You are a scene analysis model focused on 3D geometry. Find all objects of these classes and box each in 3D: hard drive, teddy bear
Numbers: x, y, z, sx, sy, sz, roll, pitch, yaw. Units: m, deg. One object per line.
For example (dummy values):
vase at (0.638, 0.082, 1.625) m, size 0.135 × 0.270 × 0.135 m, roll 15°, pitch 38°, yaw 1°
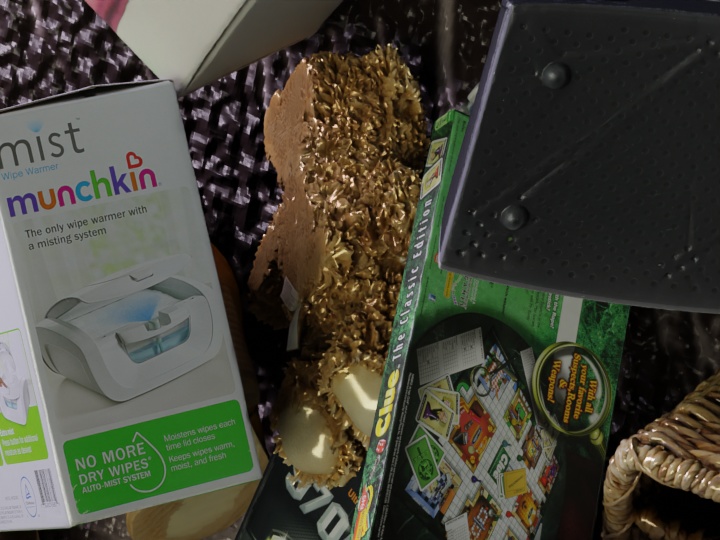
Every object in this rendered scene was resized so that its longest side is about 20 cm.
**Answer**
hard drive at (0.136, -0.050, 1.176) m, size 0.199 × 0.042 × 0.136 m, roll 6°, pitch 119°, yaw -17°
teddy bear at (0.000, 0.000, 1.277) m, size 0.201 × 0.066 × 0.145 m, roll -102°, pitch 32°, yaw -41°

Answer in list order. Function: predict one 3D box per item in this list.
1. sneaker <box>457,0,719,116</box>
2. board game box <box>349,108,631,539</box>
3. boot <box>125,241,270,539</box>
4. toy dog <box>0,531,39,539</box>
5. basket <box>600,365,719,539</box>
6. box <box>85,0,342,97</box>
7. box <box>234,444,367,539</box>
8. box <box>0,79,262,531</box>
sneaker at (0.121, -0.087, 1.223) m, size 0.200 × 0.075 × 0.087 m, roll -40°, pitch 90°, yaw 32°
board game box at (0.060, 0.041, 1.192) m, size 0.104 × 0.201 × 0.023 m, roll 22°, pitch 154°, yaw -20°
boot at (-0.094, 0.035, 1.383) m, size 0.202 × 0.070 × 0.145 m, roll 107°, pitch 146°, yaw -57°
toy dog at (-0.214, 0.104, 1.430) m, size 0.193 × 0.139 × 0.201 m, roll 25°, pitch 114°, yaw 20°
basket at (0.200, 0.144, 1.202) m, size 0.199 × 0.149 × 0.144 m, roll 24°, pitch 115°, yaw 20°
box at (-0.088, -0.193, 1.245) m, size 0.200 × 0.128 × 0.109 m, roll 47°, pitch 123°, yaw 8°
box at (0.018, 0.140, 1.298) m, size 0.200 × 0.046 × 0.160 m, roll 51°, pitch 124°, yaw 47°
box at (-0.139, 0.022, 1.267) m, size 0.200 × 0.096 × 0.178 m, roll -16°, pitch 86°, yaw 66°
